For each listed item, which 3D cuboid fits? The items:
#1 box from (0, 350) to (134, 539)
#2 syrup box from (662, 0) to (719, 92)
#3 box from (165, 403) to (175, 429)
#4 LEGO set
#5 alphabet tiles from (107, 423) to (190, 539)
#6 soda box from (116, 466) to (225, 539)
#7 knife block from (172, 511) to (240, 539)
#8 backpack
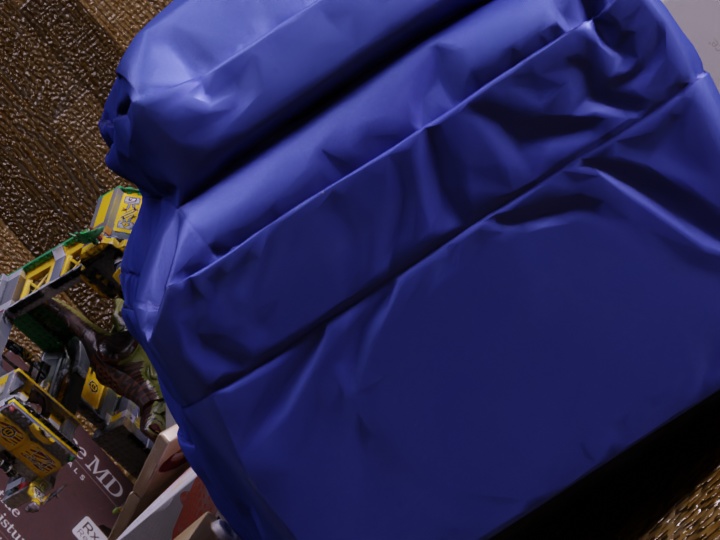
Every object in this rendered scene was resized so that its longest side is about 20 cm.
[{"bbox_3d":[-0.274,0.194,1.823,0.164,0.166,0.200,-41,3,35],"label":"box"},{"bbox_3d":[0.192,-0.123,0.969,0.200,0.079,0.081,-42,2,8],"label":"syrup box"},{"bbox_3d":[-0.066,0.032,1.206,0.038,0.201,0.041,0,-1,-15],"label":"box"},{"bbox_3d":[-0.105,0.072,1.274,0.153,0.200,0.116,-19,37,27],"label":"LEGO set"},{"bbox_3d":[-0.030,0.062,1.090,0.200,0.008,0.168,-28,-26,-46],"label":"alphabet tiles"},{"bbox_3d":[0.001,0.060,0.941,0.200,0.064,0.068,-41,2,35],"label":"soda box"},{"bbox_3d":[-0.089,0.150,0.716,0.175,0.064,0.200,-42,2,9],"label":"knife block"},{"bbox_3d":[0.015,-0.010,0.717,0.162,0.168,0.200,-27,0,-5],"label":"backpack"}]
